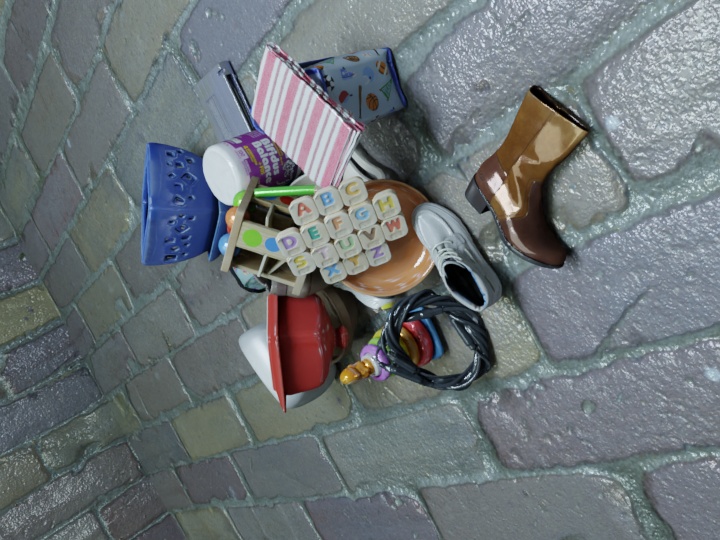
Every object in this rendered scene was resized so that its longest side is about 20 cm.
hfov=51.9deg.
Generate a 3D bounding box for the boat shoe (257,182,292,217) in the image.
[{"bbox_3d":[-0.170,-0.115,1.413,0.068,0.200,0.084,-5,132,22],"label":"boat shoe"}]

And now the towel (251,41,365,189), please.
[{"bbox_3d":[-0.084,-0.222,1.095,0.200,0.030,0.146,46,143,14],"label":"towel"}]

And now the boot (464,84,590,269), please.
[{"bbox_3d":[0.257,-0.123,1.024,0.188,0.068,0.200,54,136,22],"label":"boot"}]

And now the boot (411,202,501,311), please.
[{"bbox_3d":[0.145,-0.024,1.157,0.074,0.096,0.200,-44,82,20],"label":"boot"}]

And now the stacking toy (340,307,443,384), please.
[{"bbox_3d":[0.042,0.152,1.321,0.116,0.200,0.110,-15,101,54],"label":"stacking toy"}]

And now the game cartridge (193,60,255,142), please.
[{"bbox_3d":[-0.265,-0.313,1.522,0.130,0.038,0.201,-15,101,57],"label":"game cartridge"}]

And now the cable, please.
[{"bbox_3d":[0.133,0.123,1.264,0.199,0.051,0.164,21,98,-3],"label":"cable"}]

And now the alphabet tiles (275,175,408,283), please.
[{"bbox_3d":[-0.027,-0.056,1.159,0.196,0.199,0.015,67,-178,-47],"label":"alphabet tiles"}]

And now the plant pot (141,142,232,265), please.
[{"bbox_3d":[-0.381,-0.138,1.614,0.200,0.179,0.201,117,148,-48],"label":"plant pot"}]

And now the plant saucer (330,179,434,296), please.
[{"bbox_3d":[0.035,-0.056,1.241,0.037,0.199,0.201,-94,-12,-73],"label":"plant saucer"}]

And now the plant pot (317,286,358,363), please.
[{"bbox_3d":[-0.071,0.081,1.499,0.201,0.093,0.201,28,133,35],"label":"plant pot"}]

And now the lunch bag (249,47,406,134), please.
[{"bbox_3d":[-0.061,-0.277,1.186,0.200,0.170,0.124,-2,109,49],"label":"lunch bag"}]

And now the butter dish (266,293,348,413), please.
[{"bbox_3d":[-0.096,0.129,1.375,0.200,0.147,0.201,-101,7,-54],"label":"butter dish"}]

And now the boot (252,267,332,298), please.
[{"bbox_3d":[-0.134,-0.017,1.373,0.200,0.146,0.070,46,133,49],"label":"boot"}]

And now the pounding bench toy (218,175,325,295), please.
[{"bbox_3d":[-0.139,-0.091,1.226,0.155,0.124,0.200,18,124,-6],"label":"pounding bench toy"}]

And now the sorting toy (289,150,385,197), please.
[{"bbox_3d":[-0.025,-0.128,1.312,0.200,0.107,0.180,43,133,21],"label":"sorting toy"}]

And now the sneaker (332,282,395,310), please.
[{"bbox_3d":[0.000,0.000,1.395,0.200,0.074,0.085,29,114,36],"label":"sneaker"}]

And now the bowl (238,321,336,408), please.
[{"bbox_3d":[-0.141,0.182,1.584,0.075,0.200,0.200,-41,79,27],"label":"bowl"}]

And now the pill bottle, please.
[{"bbox_3d":[-0.176,-0.201,1.347,0.112,0.200,0.113,29,134,35],"label":"pill bottle"}]

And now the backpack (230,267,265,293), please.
[{"bbox_3d":[-0.200,-0.045,1.543,0.200,0.126,0.167,-31,86,50],"label":"backpack"}]
